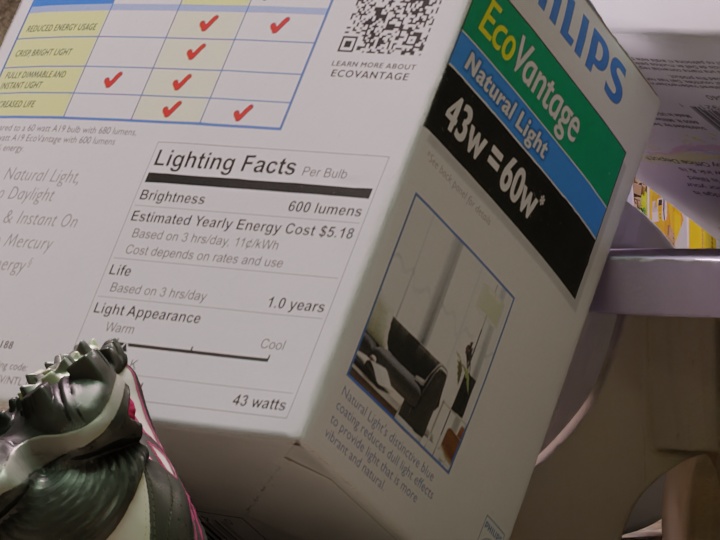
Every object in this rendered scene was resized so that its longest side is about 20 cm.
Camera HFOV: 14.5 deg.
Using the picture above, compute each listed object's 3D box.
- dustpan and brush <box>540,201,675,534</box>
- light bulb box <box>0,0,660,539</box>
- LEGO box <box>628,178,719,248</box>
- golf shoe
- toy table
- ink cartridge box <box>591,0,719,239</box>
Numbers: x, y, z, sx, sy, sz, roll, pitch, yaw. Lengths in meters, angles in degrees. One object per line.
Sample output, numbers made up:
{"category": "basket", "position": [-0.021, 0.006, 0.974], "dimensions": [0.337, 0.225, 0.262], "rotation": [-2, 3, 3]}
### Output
{"category": "dustpan and brush", "position": [0.118, 0.066, 1.170], "dimensions": [0.057, 0.140, 0.200], "rotation": [8, -19, 46]}
{"category": "light bulb box", "position": [-0.033, -0.011, 0.948], "dimensions": [0.197, 0.201, 0.125], "rotation": [5, -28, 36]}
{"category": "LEGO box", "position": [0.166, 0.011, 1.332], "dimensions": [0.077, 0.202, 0.149], "rotation": [0, -1, -17]}
{"category": "golf shoe", "position": [-0.079, 0.071, 0.755], "dimensions": [0.077, 0.088, 0.200], "rotation": [-33, 4, -3]}
{"category": "toy table", "position": [0.133, 0.051, 1.012], "dimensions": [0.182, 0.118, 0.200], "rotation": [0, 0, 9]}
{"category": "ink cartridge box", "position": [0.151, -0.079, 1.052], "dimensions": [0.144, 0.084, 0.200], "rotation": [8, -18, 47]}
